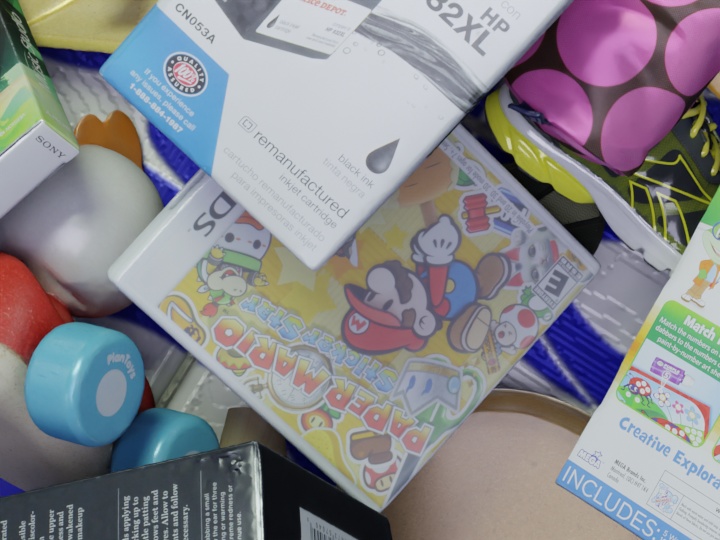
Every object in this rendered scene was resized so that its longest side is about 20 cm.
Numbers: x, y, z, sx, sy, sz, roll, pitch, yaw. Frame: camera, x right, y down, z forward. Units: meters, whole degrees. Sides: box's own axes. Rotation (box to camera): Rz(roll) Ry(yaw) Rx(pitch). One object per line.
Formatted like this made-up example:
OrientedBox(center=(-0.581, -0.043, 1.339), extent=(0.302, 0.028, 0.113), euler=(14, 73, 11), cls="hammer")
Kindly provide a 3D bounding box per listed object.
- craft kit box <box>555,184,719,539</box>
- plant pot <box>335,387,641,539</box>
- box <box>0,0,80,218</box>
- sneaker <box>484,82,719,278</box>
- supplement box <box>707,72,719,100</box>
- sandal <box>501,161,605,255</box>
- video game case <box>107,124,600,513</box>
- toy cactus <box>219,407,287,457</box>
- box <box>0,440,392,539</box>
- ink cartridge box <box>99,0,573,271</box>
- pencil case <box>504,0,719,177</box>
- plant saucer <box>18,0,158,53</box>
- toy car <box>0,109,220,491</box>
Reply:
OrientedBox(center=(0.224, 0.070, 1.272), extent=(0.200, 0.049, 0.198), euler=(33, 100, 33), cls="craft kit box")
OrientedBox(center=(0.078, 0.160, 1.443), extent=(0.200, 0.027, 0.200), euler=(1, 101, 6), cls="plant pot")
OrientedBox(center=(-0.233, -0.085, 1.364), extent=(0.144, 0.200, 0.036), euler=(-40, 135, 12), cls="box")
OrientedBox(center=(0.164, -0.056, 1.353), extent=(0.200, 0.074, 0.085), euler=(31, 123, -5), cls="sneaker")
OrientedBox(center=(0.260, -0.158, 1.331), extent=(0.110, 0.086, 0.200), euler=(43, 103, -1), cls="supplement box")
OrientedBox(center=(0.040, 0.002, 1.397), extent=(0.201, 0.057, 0.080), euler=(-33, 111, -3), cls="sandal")
OrientedBox(center=(0.000, 0.000, 1.337), extent=(0.182, 0.023, 0.200), euler=(-48, 112, -3), cls="video game case")
OrientedBox(center=(-0.057, 0.161, 1.426), extent=(0.200, 0.102, 0.165), euler=(-2, 79, 37), cls="toy cactus")
OrientedBox(center=(-0.101, 0.172, 1.312), extent=(0.200, 0.148, 0.104), euler=(-15, 63, 24), cls="box")
OrientedBox(center=(-0.001, -0.123, 1.226), extent=(0.145, 0.084, 0.200), euler=(43, 106, -1), cls="ink cartridge box")
OrientedBox(center=(0.154, -0.145, 1.266), extent=(0.094, 0.091, 0.200), euler=(42, 100, 13), cls="pencil case")
OrientedBox(center=(-0.105, -0.214, 1.351), extent=(0.200, 0.048, 0.200), euler=(10, 105, 41), cls="plant saucer")
OrientedBox(center=(-0.154, 0.011, 1.397), extent=(0.184, 0.177, 0.200), euler=(11, 64, 33), cls="toy car")
